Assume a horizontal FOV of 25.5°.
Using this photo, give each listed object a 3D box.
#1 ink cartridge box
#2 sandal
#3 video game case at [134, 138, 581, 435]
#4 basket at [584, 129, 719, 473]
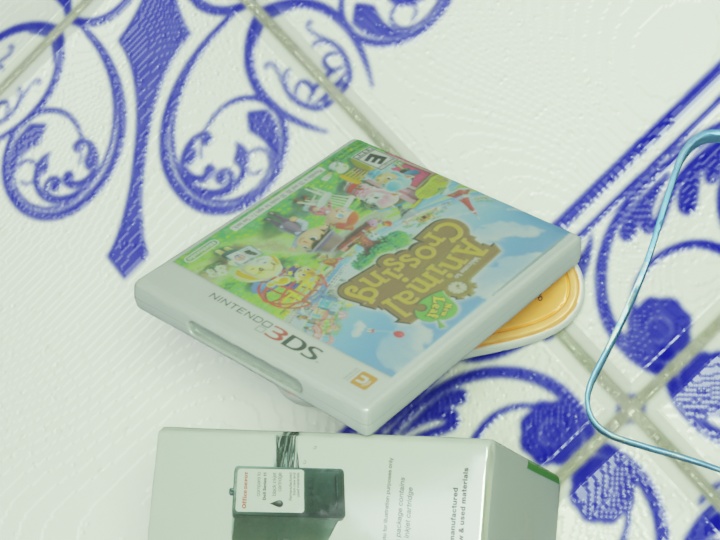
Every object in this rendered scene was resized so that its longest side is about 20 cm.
[{"bbox_3d":[-0.002,0.141,0.900,0.198,0.146,0.084,0,76,23],"label":"ink cartridge box"},{"bbox_3d":[0.031,0.022,0.969,0.205,0.059,0.080,-18,69,16],"label":"sandal"},{"bbox_3d":[0.000,0.000,0.932,0.181,0.022,0.200,26,45,32],"label":"video game case"},{"bbox_3d":[0.237,0.034,0.838,0.199,0.139,0.178,20,84,16],"label":"basket"}]
